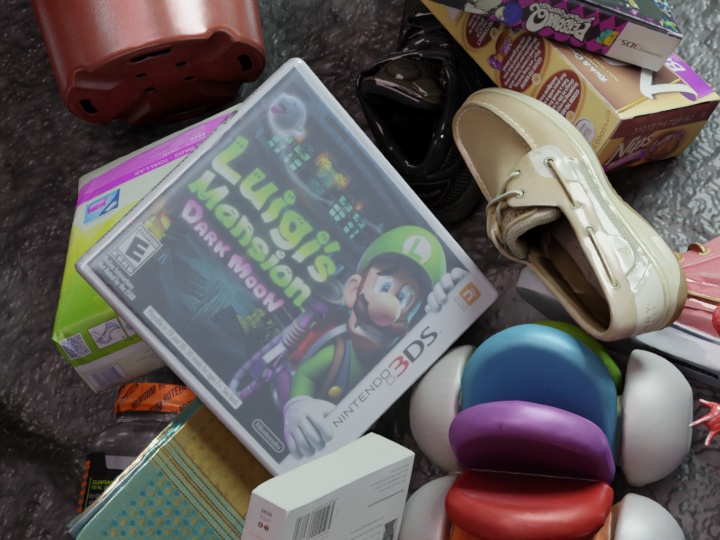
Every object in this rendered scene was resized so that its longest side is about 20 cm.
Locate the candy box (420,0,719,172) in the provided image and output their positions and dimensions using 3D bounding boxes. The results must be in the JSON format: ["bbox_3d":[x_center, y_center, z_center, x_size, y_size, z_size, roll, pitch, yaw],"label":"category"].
[{"bbox_3d":[0.129,-0.154,0.970,0.200,0.116,0.057,51,131,24],"label":"candy box"}]

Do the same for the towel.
[{"bbox_3d":[-0.071,0.145,0.906,0.022,0.147,0.200,-14,27,51],"label":"towel"}]

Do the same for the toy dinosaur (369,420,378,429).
[{"bbox_3d":[0.000,0.000,0.968,0.058,0.101,0.201,-15,89,-6],"label":"toy dinosaur"}]

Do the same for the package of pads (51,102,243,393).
[{"bbox_3d":[-0.119,-0.020,0.995,0.154,0.068,0.200,-22,35,11],"label":"package of pads"}]

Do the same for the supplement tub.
[{"bbox_3d":[-0.126,0.180,0.948,0.122,0.123,0.201,3,75,19],"label":"supplement tub"}]

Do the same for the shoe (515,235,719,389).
[{"bbox_3d":[0.204,0.013,0.925,0.199,0.071,0.091,22,80,17],"label":"shoe"}]

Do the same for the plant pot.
[{"bbox_3d":[-0.161,-0.221,1.059,0.200,0.201,0.196,-17,77,12],"label":"plant pot"}]

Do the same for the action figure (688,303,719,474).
[{"bbox_3d":[0.248,0.112,0.835,0.099,0.065,0.200,-35,89,-12],"label":"action figure"}]

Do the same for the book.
[{"bbox_3d":[-0.035,0.206,0.861,0.048,0.133,0.201,23,109,27],"label":"book"}]

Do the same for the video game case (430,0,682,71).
[{"bbox_3d":[0.101,-0.224,0.952,0.036,0.181,0.201,-58,32,38],"label":"video game case"}]

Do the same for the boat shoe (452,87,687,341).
[{"bbox_3d":[0.111,-0.037,0.887,0.065,0.072,0.200,-16,55,-34],"label":"boat shoe"}]

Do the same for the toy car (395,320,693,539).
[{"bbox_3d":[0.104,0.121,0.877,0.174,0.150,0.201,2,74,19],"label":"toy car"}]

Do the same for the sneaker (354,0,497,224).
[{"bbox_3d":[0.049,-0.144,0.999,0.076,0.114,0.200,1,68,18],"label":"sneaker"}]

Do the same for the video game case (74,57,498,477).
[{"bbox_3d":[-0.039,0.006,0.888,0.182,0.023,0.200,-45,107,-9],"label":"video game case"}]
